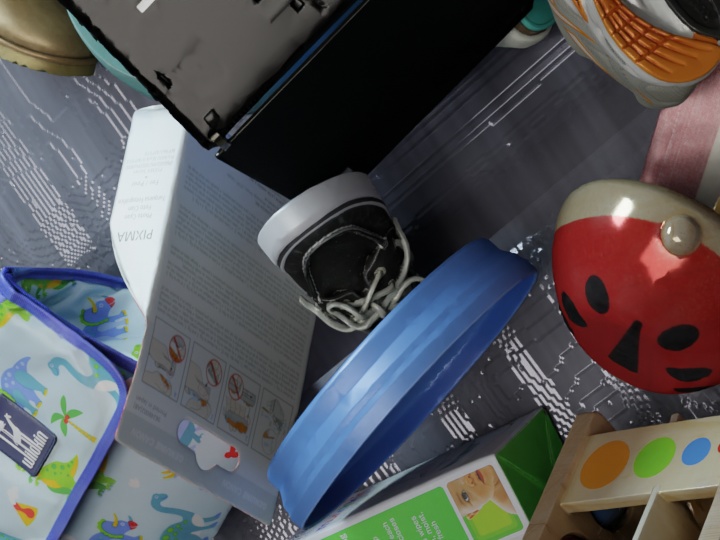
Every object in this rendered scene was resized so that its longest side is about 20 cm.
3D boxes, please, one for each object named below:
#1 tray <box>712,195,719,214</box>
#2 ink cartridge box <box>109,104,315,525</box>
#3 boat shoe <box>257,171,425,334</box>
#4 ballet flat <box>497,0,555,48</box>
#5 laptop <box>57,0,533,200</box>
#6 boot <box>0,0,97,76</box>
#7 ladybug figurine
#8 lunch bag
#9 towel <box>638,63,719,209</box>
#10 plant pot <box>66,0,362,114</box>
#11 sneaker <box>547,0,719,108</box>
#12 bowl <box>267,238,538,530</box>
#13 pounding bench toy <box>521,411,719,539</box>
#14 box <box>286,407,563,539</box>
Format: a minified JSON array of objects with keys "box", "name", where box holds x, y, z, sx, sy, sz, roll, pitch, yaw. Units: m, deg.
[{"box":[0.267,-0.091,0.934,0.098,0.037,0.201,26,92,19],"name":"tray"},{"box":[-0.089,0.028,1.059,0.047,0.160,0.202,-2,66,32],"name":"ink cartridge box"},{"box":[-0.002,0.002,1.048,0.073,0.199,0.068,-34,74,-1],"name":"boat shoe"},{"box":[0.054,-0.220,1.044,0.069,0.069,0.202,-16,96,29],"name":"ballet flat"},{"box":[-0.033,-0.150,0.972,0.200,0.103,0.177,44,101,-6],"name":"laptop"},{"box":[-0.218,-0.246,1.173,0.174,0.066,0.201,30,113,18],"name":"boot"},{"box":[0.157,0.015,0.971,0.135,0.200,0.072,28,79,15],"name":"ladybug figurine"},{"box":[-0.169,0.098,1.155,0.199,0.128,0.171,23,116,-21],"name":"lunch bag"},{"box":[0.259,-0.064,0.996,0.199,0.023,0.145,23,110,19],"name":"towel"},{"box":[-0.081,-0.182,1.062,0.199,0.161,0.203,7,106,25],"name":"plant pot"},{"box":[0.116,-0.165,0.995,0.075,0.092,0.201,-32,75,-9],"name":"sneaker"},{"box":[0.022,0.062,1.047,0.039,0.200,0.201,42,118,10],"name":"bowl"},{"box":[0.200,0.181,1.003,0.155,0.125,0.200,-15,126,46],"name":"pounding bench toy"},{"box":[0.073,0.216,1.121,0.176,0.097,0.201,-26,91,28],"name":"box"}]
